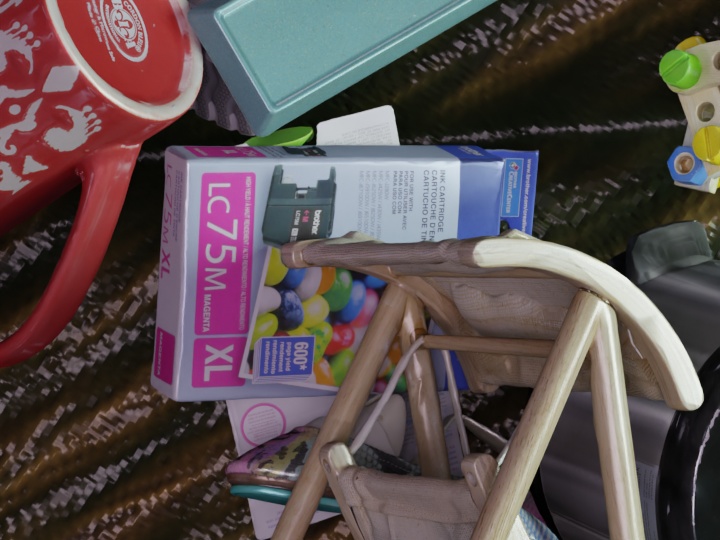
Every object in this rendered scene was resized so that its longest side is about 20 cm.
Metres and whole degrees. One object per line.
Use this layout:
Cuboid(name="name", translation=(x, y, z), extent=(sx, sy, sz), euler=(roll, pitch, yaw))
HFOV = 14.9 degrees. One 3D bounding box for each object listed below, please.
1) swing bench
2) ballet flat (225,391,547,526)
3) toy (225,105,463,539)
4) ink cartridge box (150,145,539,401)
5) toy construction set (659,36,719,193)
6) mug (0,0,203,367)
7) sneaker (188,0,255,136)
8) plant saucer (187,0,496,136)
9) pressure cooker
Cuboid(name="swing bench", translation=(0.048, 0.085, 1.237), extent=(0.129, 0.199, 0.201), euler=(9, 87, -25))
Cuboid(name="ballet flat", translation=(0.028, 0.102, 1.373), extent=(0.200, 0.069, 0.071), euler=(18, 82, -21))
Cuboid(name="toy", translation=(-0.023, 0.023, 1.391), extent=(0.115, 0.047, 0.200), euler=(-16, 110, -14))
Cuboid(name="ink cartridge box", translation=(0.000, 0.000, 1.347), extent=(0.200, 0.042, 0.120), euler=(-2, 103, -25))
Cuboid(name="toy construction set", translation=(0.188, -0.146, 1.340), extent=(0.131, 0.092, 0.200), euler=(-17, 86, 33))
Cuboid(name="mug", translation=(-0.170, -0.065, 1.335), extent=(0.200, 0.133, 0.178), euler=(-28, 108, 33))
Cuboid(name="sneaker", translation=(-0.102, -0.140, 1.388), extent=(0.200, 0.082, 0.075), euler=(34, 139, 14))
Cuboid(name="plant saucer", translation=(0.015, -0.141, 1.341), extent=(0.200, 0.019, 0.070), euler=(-32, 92, -23))
Cuboid(name="pressure cooker", translation=(0.174, 0.081, 1.311), extent=(0.178, 0.200, 0.176), euler=(33, 83, -25))
